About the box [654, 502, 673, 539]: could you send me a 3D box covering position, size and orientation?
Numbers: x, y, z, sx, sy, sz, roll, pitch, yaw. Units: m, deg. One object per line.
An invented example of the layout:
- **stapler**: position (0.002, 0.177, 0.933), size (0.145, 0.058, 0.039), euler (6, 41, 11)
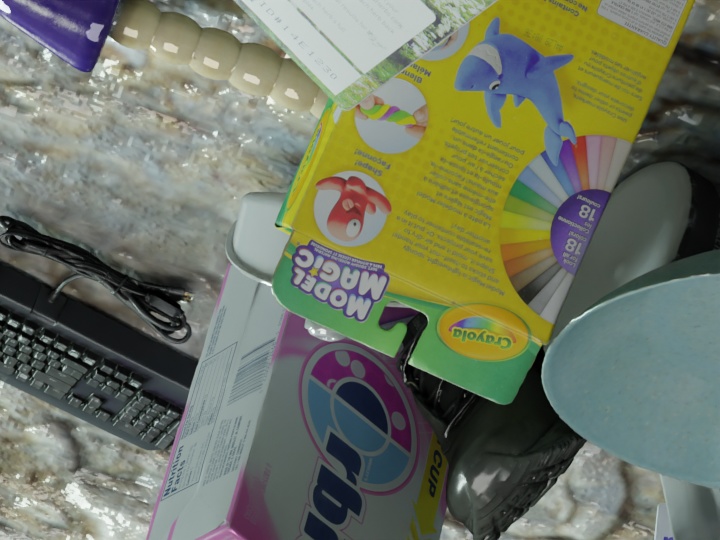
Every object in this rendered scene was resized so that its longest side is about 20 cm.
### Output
- **box**: position (0.234, 0.216, 1.350), size (0.199, 0.177, 0.097), euler (4, 141, 11)

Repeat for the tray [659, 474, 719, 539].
- **tray**: position (0.195, 0.118, 1.273), size (0.107, 0.200, 0.022), euler (14, 101, 0)

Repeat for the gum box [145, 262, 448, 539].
- **gum box**: position (-0.020, 0.087, 1.257), size (0.113, 0.201, 0.066), euler (39, 133, -25)

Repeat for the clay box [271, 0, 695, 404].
- **clay box**: position (0.047, -0.060, 1.093), size (0.114, 0.201, 0.048), euler (24, 180, -12)

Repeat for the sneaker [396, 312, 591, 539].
- **sneaker**: position (0.053, 0.058, 1.225), size (0.091, 0.200, 0.076), euler (42, 102, -2)

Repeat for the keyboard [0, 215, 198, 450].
- **keyboard**: position (-0.157, 0.023, 1.362), size (0.199, 0.021, 0.127), euler (27, 138, -15)

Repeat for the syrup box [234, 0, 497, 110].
- **syrup box**: position (0.038, -0.143, 0.957), size (0.079, 0.082, 0.200), euler (44, 139, -10)

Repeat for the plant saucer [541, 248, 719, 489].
- **plant saucer**: position (0.172, 0.033, 1.103), size (0.200, 0.039, 0.201), euler (6, 151, 3)

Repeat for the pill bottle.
- **pill bottle**: position (0.186, 0.044, 1.227), size (0.199, 0.107, 0.106), euler (31, 136, -19)

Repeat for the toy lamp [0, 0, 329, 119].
- **toy lamp**: position (-0.057, -0.092, 1.181), size (0.199, 0.058, 0.058), euler (19, 139, -10)

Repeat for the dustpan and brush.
- **dustpan and brush**: position (0.000, 0.000, 1.173), size (0.139, 0.058, 0.200), euler (8, 180, 7)
